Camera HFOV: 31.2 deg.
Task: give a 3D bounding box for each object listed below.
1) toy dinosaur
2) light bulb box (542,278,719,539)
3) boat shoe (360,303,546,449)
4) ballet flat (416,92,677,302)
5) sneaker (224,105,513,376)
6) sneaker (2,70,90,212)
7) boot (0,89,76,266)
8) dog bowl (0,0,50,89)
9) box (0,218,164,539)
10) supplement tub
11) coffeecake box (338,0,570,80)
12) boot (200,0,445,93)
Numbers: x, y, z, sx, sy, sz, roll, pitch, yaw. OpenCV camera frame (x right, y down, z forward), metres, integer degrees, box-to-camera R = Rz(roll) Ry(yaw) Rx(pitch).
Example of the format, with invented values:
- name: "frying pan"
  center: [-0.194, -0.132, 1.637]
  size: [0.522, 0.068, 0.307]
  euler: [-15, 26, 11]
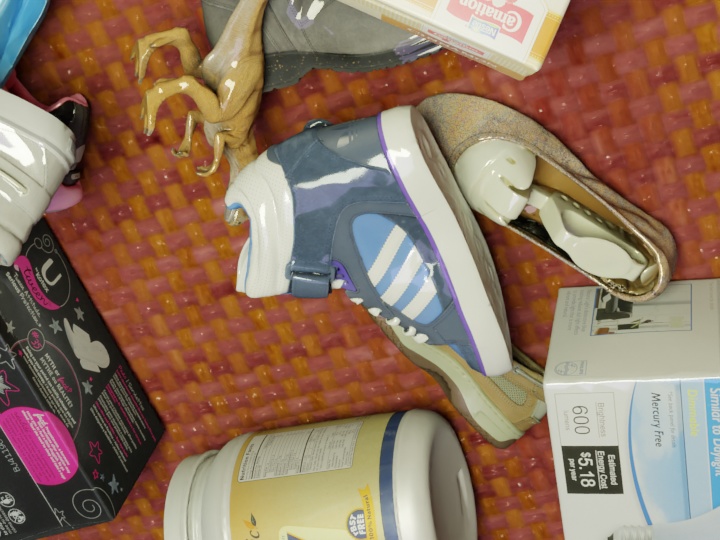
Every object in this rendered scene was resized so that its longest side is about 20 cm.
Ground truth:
- name: "toy dinosaur"
  center: [-0.079, -0.122, 0.773]
  size: [0.106, 0.061, 0.201]
  euler: [-3, 129, -22]
- name: "light bulb box"
  center: [0.234, 0.117, 0.849]
  size: [0.199, 0.125, 0.199]
  euler: [-4, 118, 16]
- name: "boat shoe"
  center: [0.064, 0.031, 0.881]
  size: [0.076, 0.072, 0.200]
  euler: [-39, 113, 14]
- name: "ballet flat"
  center: [0.117, -0.044, 0.816]
  size: [0.199, 0.067, 0.068]
  euler: [29, 121, -4]
- name: "sneaker"
  center: [0.000, 0.000, 0.803]
  size: [0.146, 0.081, 0.200]
  euler: [-19, 122, 14]
- name: "sneaker"
  center: [-0.273, -0.114, 0.873]
  size: [0.199, 0.079, 0.096]
  euler: [20, 107, -3]
- name: "boot"
  center: [-0.273, -0.077, 0.747]
  size: [0.199, 0.096, 0.074]
  euler: [24, 159, -4]
- name: "dog bowl"
  center: [-0.268, -0.146, 0.815]
  size: [0.111, 0.050, 0.200]
  euler: [32, 94, -3]
- name: "box"
  center: [-0.258, 0.086, 0.951]
  size: [0.132, 0.115, 0.201]
  euler: [-17, 112, 23]
- name: "supplement tub"
  center: [-0.027, 0.183, 0.936]
  size: [0.199, 0.145, 0.145]
  euler: [-10, 117, 18]
- name: "coffeecake box"
  center: [0.059, -0.223, 0.674]
  size: [0.153, 0.073, 0.201]
  euler: [23, 93, -2]
- name: "boot"
  center: [-0.020, -0.186, 0.764]
  size: [0.199, 0.070, 0.132]
  euler: [-12, 117, 18]
